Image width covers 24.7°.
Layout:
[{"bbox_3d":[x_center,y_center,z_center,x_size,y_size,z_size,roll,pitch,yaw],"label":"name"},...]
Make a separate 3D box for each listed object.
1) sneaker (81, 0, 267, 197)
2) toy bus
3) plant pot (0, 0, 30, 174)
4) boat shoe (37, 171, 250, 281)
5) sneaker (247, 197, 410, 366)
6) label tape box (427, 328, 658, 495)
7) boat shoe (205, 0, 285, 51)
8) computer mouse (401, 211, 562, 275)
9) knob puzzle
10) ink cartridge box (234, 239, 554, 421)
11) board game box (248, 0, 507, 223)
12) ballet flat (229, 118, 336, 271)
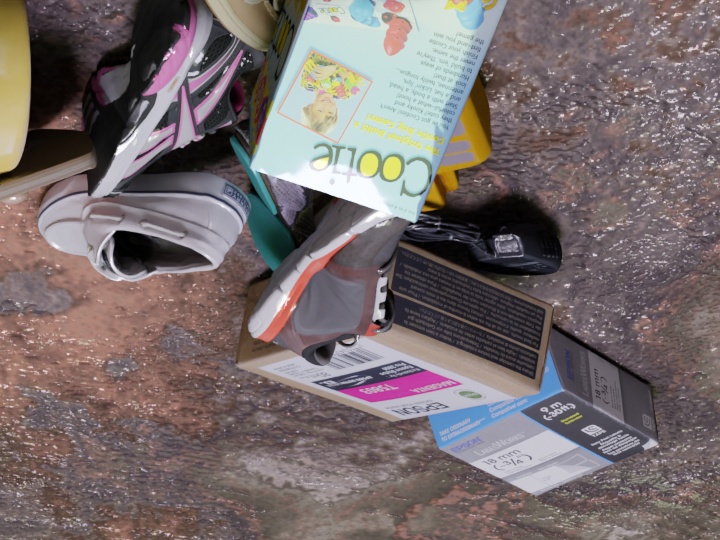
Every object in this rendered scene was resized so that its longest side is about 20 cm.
[{"bbox_3d":[-0.122,-0.107,1.084,0.086,0.081,0.200,7,153,-28],"label":"sneaker"},{"bbox_3d":[0.034,-0.122,1.067,0.077,0.066,0.200,-11,144,14],"label":"toy bus"},{"bbox_3d":[-0.301,-0.122,0.976,0.187,0.202,0.201,-3,150,-24],"label":"plant pot"},{"bbox_3d":[-0.168,-0.027,1.172,0.199,0.066,0.074,-7,141,42],"label":"boat shoe"},{"bbox_3d":[0.000,0.000,1.105,0.082,0.077,0.200,35,140,-9],"label":"sneaker"},{"bbox_3d":[0.138,0.115,1.414,0.199,0.064,0.144,29,136,-36],"label":"label tape box"},{"bbox_3d":[-0.067,-0.203,0.939,0.062,0.074,0.200,-8,144,17],"label":"boat shoe"},{"bbox_3d":[0.087,-0.027,1.192,0.058,0.034,0.199,-6,168,33],"label":"computer mouse"},{"bbox_3d":[-0.257,-0.052,1.071,0.217,0.220,0.031,-9,107,14],"label":"knob puzzle"},{"bbox_3d":[0.023,0.051,1.267,0.164,0.076,0.199,23,156,-29],"label":"ink cartridge box"},{"bbox_3d":[0.016,-0.149,0.909,0.104,0.103,0.201,17,113,-12],"label":"board game box"},{"bbox_3d":[-0.046,-0.056,1.159,0.071,0.073,0.201,0,158,2],"label":"ballet flat"}]
